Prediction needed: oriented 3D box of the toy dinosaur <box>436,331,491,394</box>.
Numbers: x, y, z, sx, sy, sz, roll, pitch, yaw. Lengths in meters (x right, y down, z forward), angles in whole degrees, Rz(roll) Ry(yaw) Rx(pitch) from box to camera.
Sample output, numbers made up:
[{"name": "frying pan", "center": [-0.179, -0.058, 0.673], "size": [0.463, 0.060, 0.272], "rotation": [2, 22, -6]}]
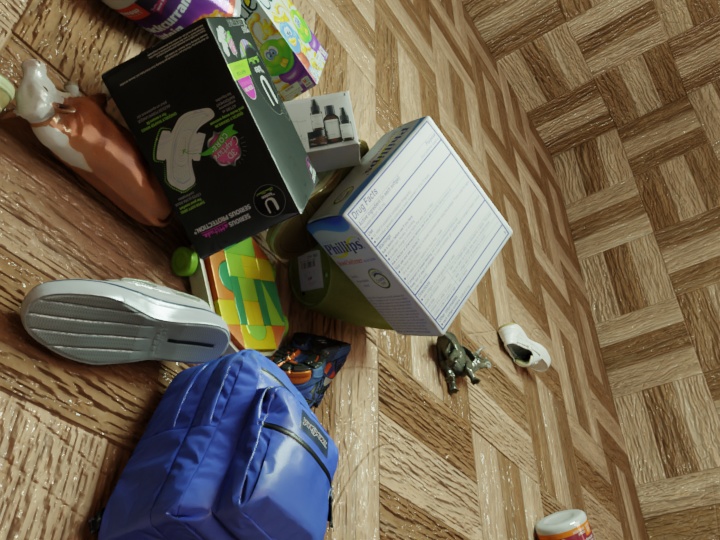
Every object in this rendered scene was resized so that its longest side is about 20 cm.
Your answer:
[{"name": "toy dinosaur", "center": [0.173, 0.161, 1.266], "size": [0.199, 0.076, 0.103], "rotation": [40, 25, -35]}]

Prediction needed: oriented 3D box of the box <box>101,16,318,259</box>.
[{"name": "box", "center": [-0.145, -0.144, 0.711], "size": [0.149, 0.122, 0.203], "rotation": [-77, 143, -69]}]

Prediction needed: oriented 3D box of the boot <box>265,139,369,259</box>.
[{"name": "boot", "center": [-0.096, -0.112, 0.895], "size": [0.201, 0.153, 0.073], "rotation": [-54, 147, -25]}]

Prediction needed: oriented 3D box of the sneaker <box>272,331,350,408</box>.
[{"name": "sneaker", "center": [-0.066, 0.128, 0.834], "size": [0.200, 0.074, 0.080], "rotation": [-19, 122, -73]}]

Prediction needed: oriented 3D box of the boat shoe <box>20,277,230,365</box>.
[{"name": "boat shoe", "center": [-0.216, 0.044, 0.622], "size": [0.198, 0.074, 0.067], "rotation": [23, 16, -46]}]

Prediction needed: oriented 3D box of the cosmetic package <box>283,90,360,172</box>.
[{"name": "cosmetic package", "center": [-0.103, -0.163, 0.838], "size": [0.051, 0.196, 0.084], "rotation": [84, -5, -64]}]

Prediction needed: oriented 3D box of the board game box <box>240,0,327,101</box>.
[{"name": "board game box", "center": [-0.152, -0.356, 0.997], "size": [0.201, 0.104, 0.104], "rotation": [50, 31, -30]}]

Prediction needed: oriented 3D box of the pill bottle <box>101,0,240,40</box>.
[{"name": "pill bottle", "center": [-0.246, -0.347, 0.804], "size": [0.199, 0.110, 0.114], "rotation": [21, 51, -55]}]

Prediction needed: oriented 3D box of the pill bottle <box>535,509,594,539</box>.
[{"name": "pill bottle", "center": [0.436, 0.600, 1.356], "size": [0.109, 0.108, 0.204], "rotation": [-1, 70, -62]}]

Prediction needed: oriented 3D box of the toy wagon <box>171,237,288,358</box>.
[{"name": "toy wagon", "center": [-0.151, 0.006, 0.788], "size": [0.154, 0.039, 0.204], "rotation": [11, 60, -60]}]

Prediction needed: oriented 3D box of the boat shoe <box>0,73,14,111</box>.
[{"name": "boat shoe", "center": [-0.357, -0.144, 0.493], "size": [0.200, 0.072, 0.065], "rotation": [11, 87, -61]}]

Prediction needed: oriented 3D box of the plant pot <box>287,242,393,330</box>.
[{"name": "plant pot", "center": [0.000, 0.000, 0.957], "size": [0.198, 0.186, 0.191], "rotation": [-2, 70, -43]}]

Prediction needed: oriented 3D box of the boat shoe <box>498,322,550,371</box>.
[{"name": "boat shoe", "center": [0.403, 0.208, 1.651], "size": [0.199, 0.070, 0.070], "rotation": [38, 39, -32]}]

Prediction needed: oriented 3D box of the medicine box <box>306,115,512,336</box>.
[{"name": "medicine box", "center": [0.066, -0.052, 0.851], "size": [0.201, 0.102, 0.183], "rotation": [49, 64, -18]}]

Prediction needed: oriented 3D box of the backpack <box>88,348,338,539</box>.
[{"name": "backpack", "center": [-0.104, 0.178, 0.609], "size": [0.164, 0.165, 0.202], "rotation": [59, 23, -30]}]

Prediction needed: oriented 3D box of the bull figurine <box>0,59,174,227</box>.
[{"name": "bull figurine", "center": [-0.256, -0.129, 0.665], "size": [0.201, 0.064, 0.123], "rotation": [53, 23, -37]}]
